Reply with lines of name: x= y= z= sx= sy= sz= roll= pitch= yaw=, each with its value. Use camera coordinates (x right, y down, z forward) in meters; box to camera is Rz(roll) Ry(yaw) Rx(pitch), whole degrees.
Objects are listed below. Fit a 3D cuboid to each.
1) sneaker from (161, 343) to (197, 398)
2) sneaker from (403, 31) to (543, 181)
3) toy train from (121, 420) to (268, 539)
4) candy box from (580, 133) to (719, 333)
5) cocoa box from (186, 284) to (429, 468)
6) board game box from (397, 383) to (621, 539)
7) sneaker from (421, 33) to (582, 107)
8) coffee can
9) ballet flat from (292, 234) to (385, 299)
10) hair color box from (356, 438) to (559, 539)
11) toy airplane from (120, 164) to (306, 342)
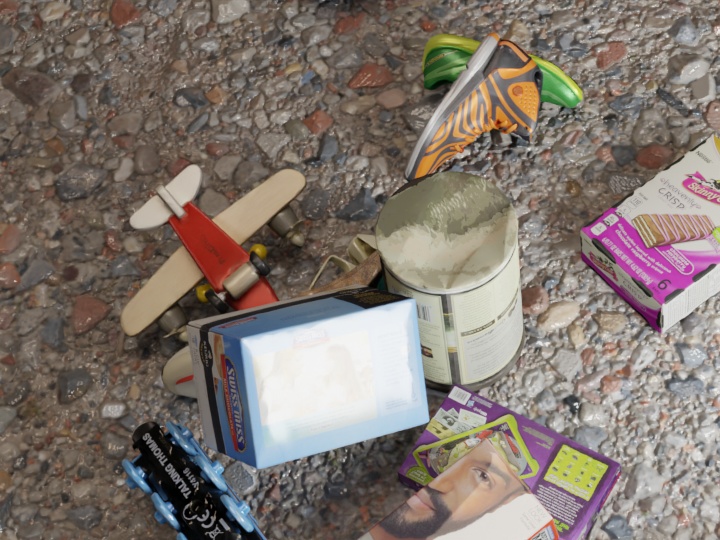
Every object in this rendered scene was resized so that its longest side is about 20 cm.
sneaker: x=-0.118 y=0.129 z=1.742 sx=0.198 sy=0.071 sz=0.094 roll=0 pitch=51 yaw=4
sneaker: x=0.139 y=-0.164 z=1.883 sx=0.112 sy=0.078 sz=0.201 roll=35 pitch=101 yaw=0
toy train: x=-0.161 y=0.236 z=1.650 sx=0.087 sy=0.114 sz=0.200 roll=-40 pitch=59 yaw=-4
candy box: x=0.359 y=-0.042 z=1.795 sx=0.199 sy=0.061 sz=0.136 roll=-35 pitch=58 yaw=-16
cocoa box: x=-0.051 y=0.101 z=1.622 sx=0.198 sy=0.135 sz=0.131 roll=-12 pitch=11 yaw=-28
board game box: x=0.152 y=0.208 z=1.676 sx=0.199 sy=0.032 sz=0.120 roll=25 pitch=60 yaw=23
sneaker: x=0.167 y=-0.221 z=1.950 sx=0.198 sy=0.074 sz=0.084 roll=16 pitch=89 yaw=12
coffee can: x=0.097 y=0.015 z=1.709 sx=0.145 sy=0.201 sz=0.147 roll=-4 pitch=55 yaw=5
ballet flat: x=0.000 y=0.000 z=1.788 sx=0.067 sy=0.068 sz=0.200 roll=44 pitch=51 yaw=10
hair color box: x=0.082 y=0.273 z=1.602 sx=0.199 sy=0.064 sz=0.111 roll=-37 pitch=61 yaw=-8
toy airplane: x=-0.159 y=-0.015 z=1.805 sx=0.198 sy=0.141 sz=0.201 roll=-2 pitch=66 yaw=18
